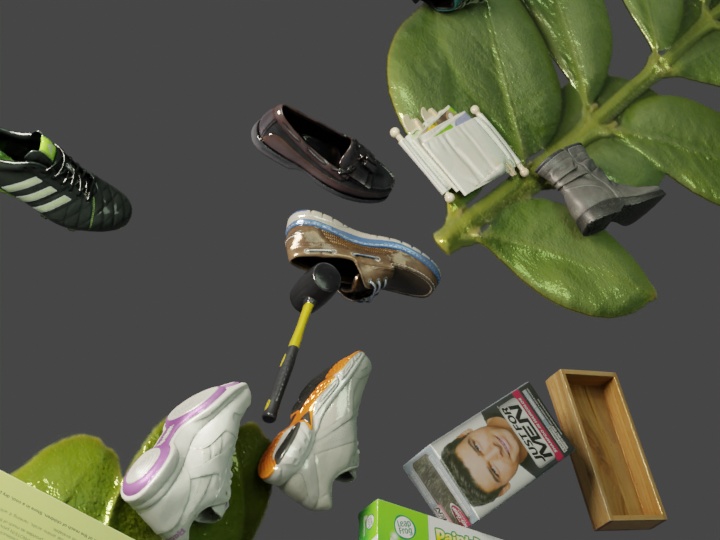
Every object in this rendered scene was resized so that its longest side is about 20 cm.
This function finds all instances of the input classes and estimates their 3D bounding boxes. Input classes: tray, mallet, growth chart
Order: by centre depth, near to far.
[{"bbox_3d":[-0.076,0.084,1.573,0.041,0.066,0.202,29,60,-14],"label":"mallet"},{"bbox_3d":[0.303,0.222,1.759,0.098,0.037,0.202,6,55,-34],"label":"tray"},{"bbox_3d":[0.135,-0.166,1.932,0.199,0.018,0.145,-23,75,-45],"label":"growth chart"}]

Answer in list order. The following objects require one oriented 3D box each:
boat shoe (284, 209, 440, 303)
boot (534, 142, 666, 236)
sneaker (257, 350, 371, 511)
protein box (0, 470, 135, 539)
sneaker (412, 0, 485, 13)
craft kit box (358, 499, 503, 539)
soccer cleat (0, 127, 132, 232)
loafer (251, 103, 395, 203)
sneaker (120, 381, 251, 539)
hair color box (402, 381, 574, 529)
[{"bbox_3d":[0.000,0.000,1.672,0.198,0.072,0.073,19,53,-13],"label":"boat shoe"},{"bbox_3d":[0.348,-0.130,2.038,0.199,0.070,0.132,-12,61,-47],"label":"boot"},{"bbox_3d":[-0.031,0.175,1.518,0.092,0.076,0.201,45,50,-12],"label":"sneaker"},{"bbox_3d":[-0.304,0.296,1.158,0.197,0.135,0.201,31,44,-17],"label":"protein box"},{"bbox_3d":[0.142,-0.413,2.090,0.198,0.071,0.081,-1,64,-32],"label":"sneaker"},{"bbox_3d":[0.089,0.360,1.485,0.198,0.049,0.199,21,46,-25],"label":"craft kit box"},{"bbox_3d":[-0.323,-0.098,1.477,0.198,0.081,0.068,22,47,-23],"label":"soccer cleat"},{"bbox_3d":[-0.036,-0.143,1.747,0.198,0.063,0.072,23,48,-23],"label":"loafer"},{"bbox_3d":[-0.161,0.190,1.411,0.100,0.074,0.200,56,41,-16],"label":"sneaker"},{"bbox_3d":[0.150,0.215,1.627,0.199,0.061,0.099,-25,76,-45],"label":"hair color box"}]
